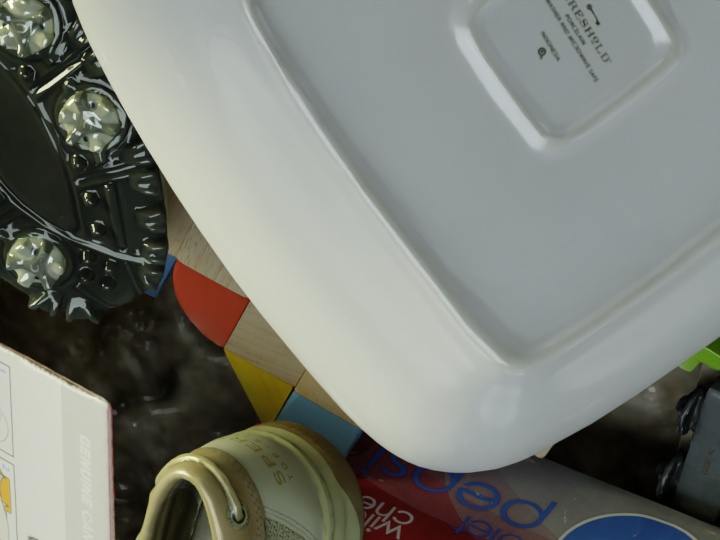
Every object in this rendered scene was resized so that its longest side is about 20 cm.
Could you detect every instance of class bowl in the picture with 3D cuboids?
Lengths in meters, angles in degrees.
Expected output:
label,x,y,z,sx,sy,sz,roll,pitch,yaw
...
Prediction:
label,x,y,z,sx,sy,sz,roll,pitch,yaw
bowl,0.046,-0.061,0.707,0.200,0.075,0.200,-36,102,-4

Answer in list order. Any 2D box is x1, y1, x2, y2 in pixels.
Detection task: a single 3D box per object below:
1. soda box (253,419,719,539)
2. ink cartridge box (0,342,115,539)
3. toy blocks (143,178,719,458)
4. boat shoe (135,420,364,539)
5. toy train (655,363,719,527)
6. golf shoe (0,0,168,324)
label,x,y,z,sx,sy,sz,roll,pitch,yaw
soda box,0.051,0.103,0.851,0.200,0.070,0.064,21,132,24
ink cartridge box,-0.136,0.078,0.898,0.176,0.045,0.200,23,129,26
toy blocks,0.000,0.000,0.825,0.200,0.100,0.137,29,136,-2
boat shoe,-0.053,0.143,0.823,0.073,0.063,0.201,27,111,31
toy train,0.116,0.048,0.848,0.034,0.046,0.200,26,131,20
golf shoe,-0.104,-0.083,0.772,0.077,0.088,0.200,-22,104,25
